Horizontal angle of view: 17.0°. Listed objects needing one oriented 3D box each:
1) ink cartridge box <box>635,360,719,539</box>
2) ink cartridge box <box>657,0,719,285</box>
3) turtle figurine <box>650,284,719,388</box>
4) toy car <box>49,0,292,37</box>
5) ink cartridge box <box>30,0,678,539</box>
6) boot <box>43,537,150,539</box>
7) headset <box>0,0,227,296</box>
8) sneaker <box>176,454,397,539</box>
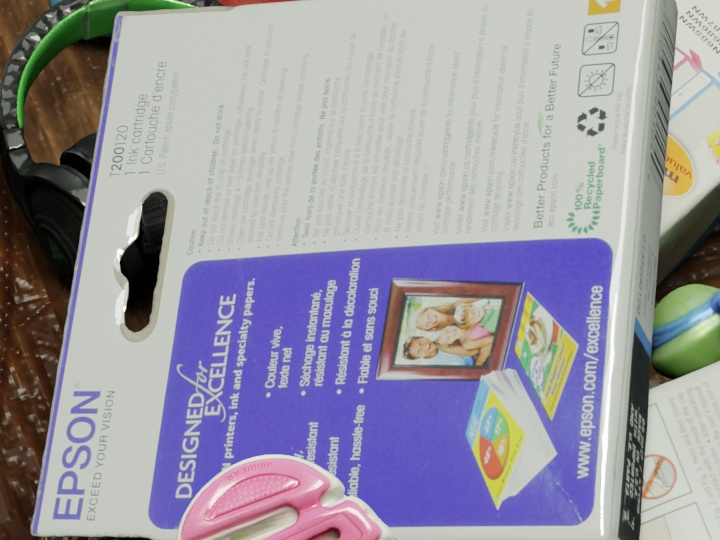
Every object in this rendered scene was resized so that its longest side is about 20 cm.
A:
[{"bbox_3d":[0.146,0.100,0.742,0.199,0.050,0.163,-24,57,9],"label":"ink cartridge box"},{"bbox_3d":[0.070,-0.044,0.934,0.128,0.125,0.200,43,44,8],"label":"ink cartridge box"},{"bbox_3d":[0.149,0.107,0.889,0.194,0.200,0.144,55,33,9],"label":"turtle figurine"},{"bbox_3d":[-0.035,-0.205,1.057,0.183,0.201,0.178,9,49,3],"label":"toy car"},{"bbox_3d":[0.000,0.000,0.796,0.199,0.043,0.199,-2,66,21],"label":"ink cartridge box"},{"bbox_3d":[-0.012,0.100,0.841,0.200,0.073,0.151,45,101,20],"label":"boot"},{"bbox_3d":[-0.074,-0.035,0.979,0.123,0.094,0.201,-17,69,-17],"label":"headset"},{"bbox_3d":[0.027,0.137,0.697,0.074,0.087,0.200,-43,82,-4],"label":"sneaker"}]
